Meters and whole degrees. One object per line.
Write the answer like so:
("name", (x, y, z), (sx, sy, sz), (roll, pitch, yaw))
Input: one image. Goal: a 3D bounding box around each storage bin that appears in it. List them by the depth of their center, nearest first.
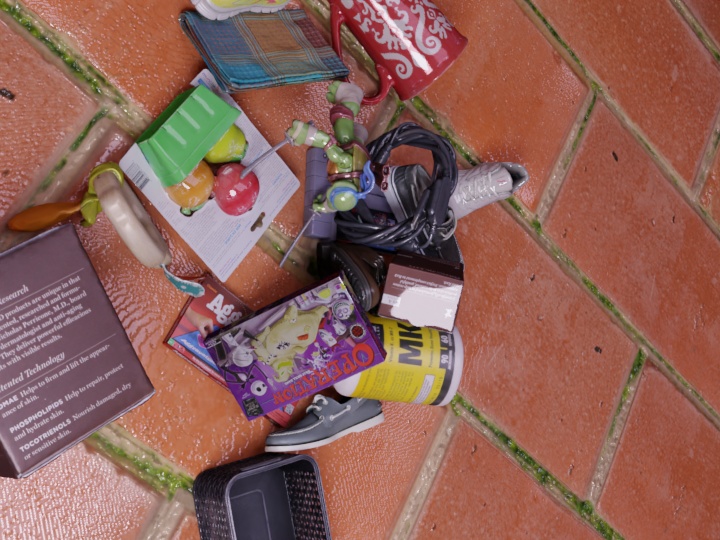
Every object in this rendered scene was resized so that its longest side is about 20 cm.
("storage bin", (-0.115, 0.336, 1.160), (0.134, 0.093, 0.203), (-9, 89, -37))

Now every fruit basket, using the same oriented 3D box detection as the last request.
("fruit basket", (-0.187, -0.120, 1.189), (0.201, 0.093, 0.186), (53, 57, -30))

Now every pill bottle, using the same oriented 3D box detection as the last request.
("pill bottle", (0.025, 0.112, 1.239), (0.197, 0.114, 0.116), (8, 78, -18))

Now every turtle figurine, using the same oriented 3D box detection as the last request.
("turtle figurine", (-0.058, -0.146, 1.223), (0.144, 0.198, 0.195), (45, 37, -28))

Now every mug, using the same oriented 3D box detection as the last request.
("mug", (0.034, -0.351, 1.351), (0.200, 0.133, 0.178), (47, 57, -17))

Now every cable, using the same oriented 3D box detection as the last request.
("cable", (0.049, -0.115, 1.280), (0.051, 0.161, 0.202), (54, 43, -52))

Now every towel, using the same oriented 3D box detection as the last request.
("towel", (-0.125, -0.297, 1.247), (0.198, 0.022, 0.147), (-15, 59, -37))

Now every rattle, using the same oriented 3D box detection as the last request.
("rattle", (-0.286, -0.015, 1.108), (0.143, 0.130, 0.201), (-42, 139, -15))

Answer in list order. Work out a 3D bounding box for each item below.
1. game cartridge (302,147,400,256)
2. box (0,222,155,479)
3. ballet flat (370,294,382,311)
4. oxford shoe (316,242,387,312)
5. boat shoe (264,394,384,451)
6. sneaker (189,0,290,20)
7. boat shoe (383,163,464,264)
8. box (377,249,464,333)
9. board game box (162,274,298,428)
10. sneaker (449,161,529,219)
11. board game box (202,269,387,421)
("game cartridge", (0.009, -0.093, 1.353), (0.198, 0.038, 0.132), (9, 74, -35))
("box", (-0.349, 0.083, 0.979), (0.163, 0.165, 0.202), (-32, 101, -34))
("ballet flat", (0.035, 0.076, 1.335), (0.200, 0.074, 0.075), (46, 60, -24))
("oxford shoe", (0.000, 0.000, 1.220), (0.083, 0.200, 0.074), (-5, 110, -12))
("boat shoe", (-0.050, 0.192, 1.243), (0.198, 0.072, 0.063), (-11, 91, -43))
("sneaker", (-0.132, -0.391, 1.242), (0.078, 0.090, 0.200), (51, 46, 0))
("boat shoe", (0.103, -0.065, 1.357), (0.201, 0.070, 0.072), (54, 52, -24))
("box", (0.084, 0.023, 1.263), (0.099, 0.200, 0.076), (13, 99, 3))
("board game box", (-0.150, 0.106, 1.214), (0.200, 0.019, 0.104), (40, 61, -25))
("sneaker", (0.180, -0.130, 1.441), (0.199, 0.099, 0.079), (-28, 99, -36))
("board game box", (-0.081, 0.094, 1.149), (0.121, 0.198, 0.032), (59, 17, -16))
